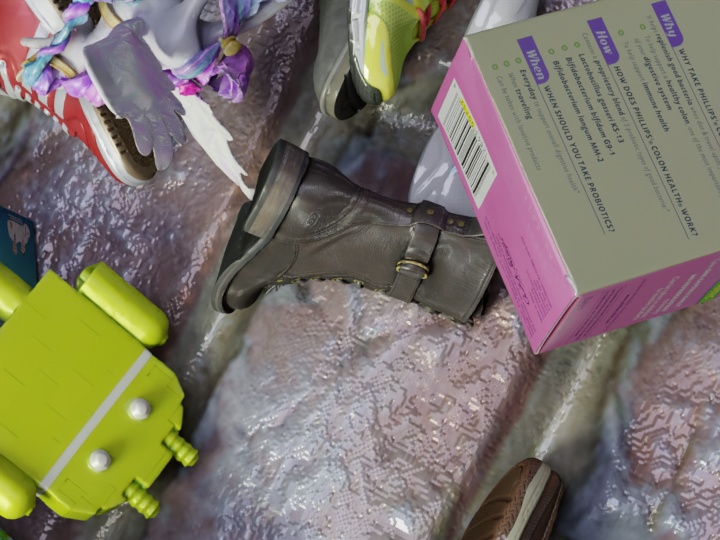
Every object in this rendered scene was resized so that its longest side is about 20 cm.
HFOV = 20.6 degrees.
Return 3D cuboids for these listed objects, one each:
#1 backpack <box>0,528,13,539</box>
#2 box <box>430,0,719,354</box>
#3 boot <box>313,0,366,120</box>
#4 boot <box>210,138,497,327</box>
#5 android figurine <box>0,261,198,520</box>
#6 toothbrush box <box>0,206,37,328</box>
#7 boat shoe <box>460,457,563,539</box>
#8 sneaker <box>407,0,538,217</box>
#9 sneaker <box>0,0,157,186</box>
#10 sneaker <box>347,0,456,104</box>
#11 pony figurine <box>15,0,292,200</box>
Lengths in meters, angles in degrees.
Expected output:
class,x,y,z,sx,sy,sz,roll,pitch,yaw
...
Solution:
class,x,y,z,sx,sy,sz,roll,pitch,yaw
backpack,-0.301,0.258,1.347,0.162,0.154,0.202,2,65,35
box,0.171,-0.070,1.212,0.198,0.097,0.177,-17,71,-17
boot,-0.058,-0.212,1.386,0.199,0.073,0.183,20,72,16
boot,0.000,0.000,1.304,0.173,0.200,0.070,21,60,-8
android figurine,-0.202,0.086,1.340,0.200,0.041,0.182,41,65,-4
toothbrush box,-0.309,0.063,1.411,0.145,0.085,0.202,-9,77,17
boat shoe,0.086,0.221,1.252,0.074,0.075,0.203,29,83,-9
sneaker,0.095,-0.113,1.320,0.080,0.070,0.202,18,87,6
sneaker,-0.229,-0.131,1.432,0.112,0.071,0.201,-32,81,23
sneaker,0.045,-0.197,1.287,0.090,0.078,0.202,14,71,5
pony figurine,-0.124,-0.155,1.321,0.200,0.166,0.193,-46,63,6
